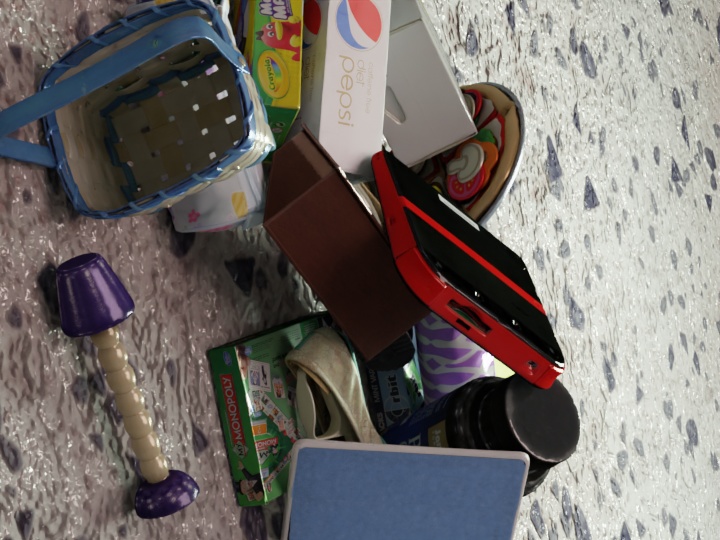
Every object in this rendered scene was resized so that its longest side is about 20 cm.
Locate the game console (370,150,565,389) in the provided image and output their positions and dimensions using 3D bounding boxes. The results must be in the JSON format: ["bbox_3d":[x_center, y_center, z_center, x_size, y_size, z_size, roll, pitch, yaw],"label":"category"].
[{"bbox_3d":[0.090,0.001,1.547,0.200,0.031,0.177,37,21,-33],"label":"game console"}]

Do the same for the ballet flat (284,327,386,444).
[{"bbox_3d":[-0.017,0.147,1.587,0.062,0.067,0.201,-31,107,-35],"label":"ballet flat"}]

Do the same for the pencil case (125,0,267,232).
[{"bbox_3d":[-0.127,-0.130,1.474,0.083,0.090,0.201,-20,100,-61],"label":"pencil case"}]

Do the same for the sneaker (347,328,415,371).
[{"bbox_3d":[0.000,0.000,1.658,0.082,0.070,0.200,-96,173,-46],"label":"sneaker"}]

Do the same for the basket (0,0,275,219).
[{"bbox_3d":[-0.161,-0.116,1.321,0.140,0.176,0.200,68,11,8],"label":"basket"}]

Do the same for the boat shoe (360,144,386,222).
[{"bbox_3d":[-0.013,-0.129,1.716,0.073,0.063,0.201,-41,125,-31],"label":"boat shoe"}]

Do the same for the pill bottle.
[{"bbox_3d":[0.100,0.160,1.622,0.111,0.200,0.112,17,58,-30],"label":"pill bottle"}]

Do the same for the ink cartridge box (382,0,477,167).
[{"bbox_3d":[0.031,-0.216,1.752,0.200,0.087,0.146,-103,166,-53],"label":"ink cartridge box"}]

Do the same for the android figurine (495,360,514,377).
[{"bbox_3d":[0.115,0.055,1.854,0.182,0.041,0.201,-31,108,-62],"label":"android figurine"}]

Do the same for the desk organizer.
[{"bbox_3d":[-0.019,-0.019,1.518,0.072,0.077,0.200,52,-2,47],"label":"desk organizer"}]

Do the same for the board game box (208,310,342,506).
[{"bbox_3d":[-0.060,0.115,1.593,0.200,0.029,0.135,-17,97,-64],"label":"board game box"}]

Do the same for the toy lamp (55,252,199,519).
[{"bbox_3d":[-0.173,0.084,1.344,0.058,0.058,0.201,-50,125,-57],"label":"toy lamp"}]

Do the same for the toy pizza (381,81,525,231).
[{"bbox_3d":[0.078,-0.099,1.768,0.032,0.200,0.201,32,50,-33],"label":"toy pizza"}]

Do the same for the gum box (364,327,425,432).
[{"bbox_3d":[0.070,0.117,1.837,0.200,0.044,0.171,-8,88,-63],"label":"gum box"}]

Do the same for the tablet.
[{"bbox_3d":[0.036,0.199,1.542,0.014,0.199,0.131,-98,-167,-57],"label":"tablet"}]

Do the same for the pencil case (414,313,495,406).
[{"bbox_3d":[0.094,0.070,1.710,0.084,0.085,0.201,-99,-178,-57],"label":"pencil case"}]

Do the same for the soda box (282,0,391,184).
[{"bbox_3d":[-0.020,-0.177,1.589,0.068,0.064,0.201,10,79,-34],"label":"soda box"}]

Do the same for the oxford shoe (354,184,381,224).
[{"bbox_3d":[-0.036,-0.072,1.674,0.058,0.075,0.200,-50,134,-25],"label":"oxford shoe"}]

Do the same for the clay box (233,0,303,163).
[{"bbox_3d":[-0.082,-0.208,1.578,0.115,0.047,0.201,124,-31,-65],"label":"clay box"}]
